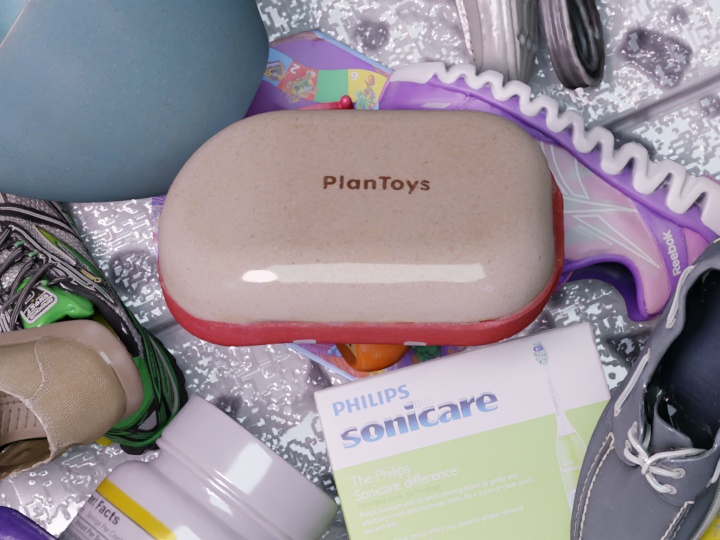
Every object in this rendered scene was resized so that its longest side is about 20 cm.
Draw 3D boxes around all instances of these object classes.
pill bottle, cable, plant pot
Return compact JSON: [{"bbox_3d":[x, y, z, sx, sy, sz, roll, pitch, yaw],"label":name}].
[{"bbox_3d":[-0.107,0.169,1.344,0.114,0.114,0.200,38,84,8],"label":"pill bottle"},{"bbox_3d":[0.106,-0.199,1.410,0.050,0.097,0.201,-14,78,20],"label":"cable"},{"bbox_3d":[-0.126,-0.114,1.370,0.135,0.200,0.200,30,82,-18],"label":"plant pot"}]

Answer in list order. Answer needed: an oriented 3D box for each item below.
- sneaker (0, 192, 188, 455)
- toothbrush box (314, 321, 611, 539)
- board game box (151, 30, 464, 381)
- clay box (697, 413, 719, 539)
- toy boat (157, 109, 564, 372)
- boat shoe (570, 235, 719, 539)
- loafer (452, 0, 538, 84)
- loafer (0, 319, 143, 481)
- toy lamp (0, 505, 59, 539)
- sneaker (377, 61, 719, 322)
[{"bbox_3d":[-0.165,0.007,1.389,0.200,0.085,0.078,44,84,9],"label":"sneaker"},{"bbox_3d":[0.071,0.143,1.354,0.145,0.086,0.201,-15,81,-1],"label":"toothbrush box"},{"bbox_3d":[-0.012,-0.037,1.412,0.200,0.039,0.158,29,83,6],"label":"board game box"},{"bbox_3d":[0.200,0.029,1.319,0.047,0.115,0.201,9,105,3],"label":"clay box"},{"bbox_3d":[0.000,0.000,1.328,0.199,0.131,0.131,1,49,3],"label":"toy boat"},{"bbox_3d":[0.143,0.069,1.253,0.073,0.062,0.200,36,115,22],"label":"boat shoe"},{"bbox_3d":[0.050,-0.188,1.428,0.070,0.070,0.201,-13,78,14],"label":"loafer"},{"bbox_3d":[-0.199,0.071,1.342,0.200,0.067,0.076,-19,102,39],"label":"loafer"},{"bbox_3d":[-0.220,0.134,1.332,0.200,0.058,0.058,10,79,38],"label":"toy lamp"},{"bbox_3d":[0.094,-0.037,1.382,0.200,0.080,0.089,27,84,0],"label":"sneaker"}]
